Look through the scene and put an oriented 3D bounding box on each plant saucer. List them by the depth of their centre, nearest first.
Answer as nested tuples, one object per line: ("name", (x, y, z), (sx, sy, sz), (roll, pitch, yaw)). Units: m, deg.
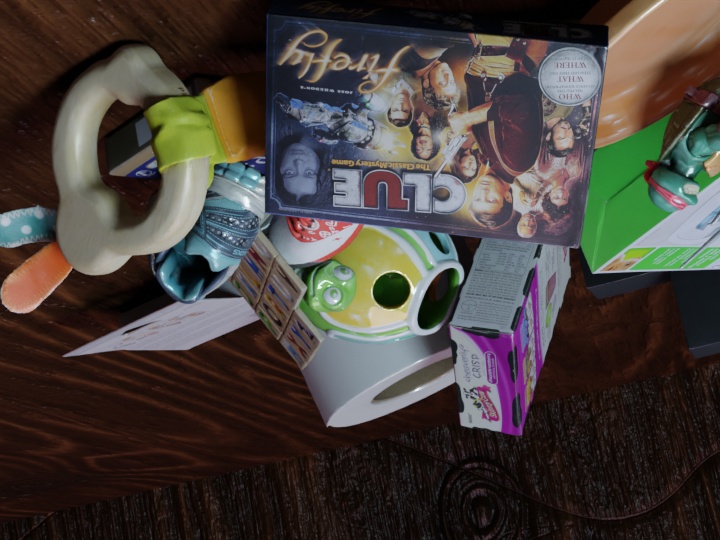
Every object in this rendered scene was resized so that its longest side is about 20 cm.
("plant saucer", (0.197, -0.153, 0.985), (0.200, 0.037, 0.200), (-30, 162, -11))

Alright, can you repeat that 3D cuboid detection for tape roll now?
("tape roll", (0.031, 0.048, 1.493), (0.202, 0.139, 0.203), (-23, 166, -6))

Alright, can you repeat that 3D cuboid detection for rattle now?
("rattle", (-0.143, -0.058, 1.007), (0.200, 0.130, 0.143), (-55, 172, 34))

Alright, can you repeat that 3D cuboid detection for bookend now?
("bookend", (0.311, 0.006, 1.510), (0.198, 0.201, 0.092), (-15, 166, 14))

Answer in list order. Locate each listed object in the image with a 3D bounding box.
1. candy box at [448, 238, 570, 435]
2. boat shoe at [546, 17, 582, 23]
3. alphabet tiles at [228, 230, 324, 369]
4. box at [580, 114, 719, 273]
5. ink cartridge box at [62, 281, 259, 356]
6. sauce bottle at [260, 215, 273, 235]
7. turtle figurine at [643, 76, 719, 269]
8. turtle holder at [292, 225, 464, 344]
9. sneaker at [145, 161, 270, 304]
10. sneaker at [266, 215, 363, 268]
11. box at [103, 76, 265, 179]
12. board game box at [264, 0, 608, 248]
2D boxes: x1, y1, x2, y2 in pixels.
("candy box", (0.136, 0.025, 1.353), (0.061, 0.200, 0.137), (9, 137, 18))
("boat shoe", (0.106, -0.131, 1.045), (0.200, 0.066, 0.072), (-5, 163, -28))
("alphabet tiles", (-0.087, -0.001, 1.239), (0.008, 0.167, 0.200), (-38, 175, -15))
("box", (0.301, -0.086, 1.288), (0.176, 0.097, 0.200), (0, 152, -37))
("ink cartridge box", (-0.184, 0.039, 1.567), (0.200, 0.045, 0.176), (-23, 164, 40))
("sauce bottle", (-0.083, -0.028, 1.331), (0.065, 0.065, 0.200), (-11, 166, -2))
("turtle figurine", (0.259, -0.092, 1.027), (0.200, 0.101, 0.150), (-54, 176, 9))
("turtle holder", (0.007, -0.008, 1.270), (0.132, 0.141, 0.186), (27, 168, 25))
("sneaker", (-0.128, -0.016, 1.113), (0.077, 0.086, 0.200), (29, 156, -10))
("sneaker", (-0.028, -0.061, 1.095), (0.201, 0.067, 0.108), (-28, 160, 39))
("box", (-0.071, -0.098, 1.117), (0.200, 0.032, 0.121), (-1, 163, -42))
("board game box", (0.043, -0.089, 0.923), (0.199, 0.136, 0.035), (6, -149, 6))
